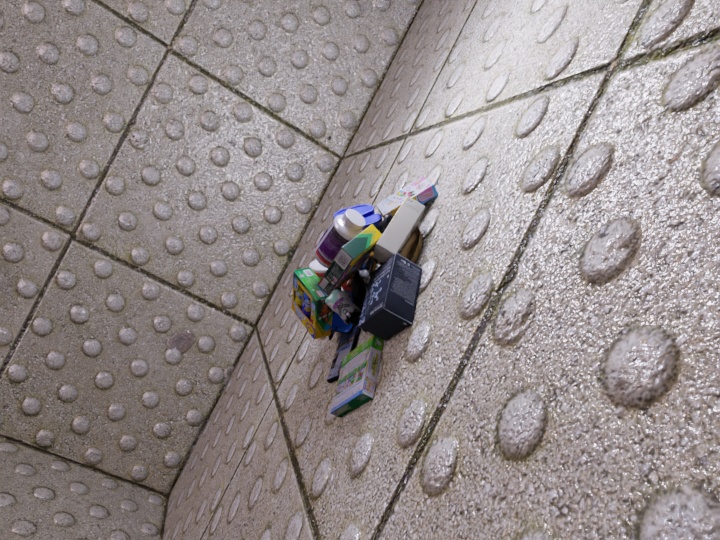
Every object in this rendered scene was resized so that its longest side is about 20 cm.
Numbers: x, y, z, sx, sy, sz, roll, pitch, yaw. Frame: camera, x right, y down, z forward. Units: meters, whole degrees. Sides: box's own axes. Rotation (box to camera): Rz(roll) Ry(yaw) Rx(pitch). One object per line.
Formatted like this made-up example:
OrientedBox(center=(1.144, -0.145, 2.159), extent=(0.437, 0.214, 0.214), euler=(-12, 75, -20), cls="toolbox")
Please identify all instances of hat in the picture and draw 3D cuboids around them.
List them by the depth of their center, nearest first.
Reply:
OrientedBox(center=(0.032, 0.097, 1.685), extent=(0.200, 0.079, 0.205), euler=(173, 90, -76), cls="hat")

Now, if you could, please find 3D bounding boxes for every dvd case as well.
OrientedBox(center=(-0.055, 0.285, 1.797), extent=(0.142, 0.017, 0.203), euler=(-37, 30, 54), cls="dvd case")

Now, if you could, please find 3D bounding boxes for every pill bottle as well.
OrientedBox(center=(-0.066, -0.105, 1.713), extent=(0.201, 0.111, 0.113), euler=(-51, 20, 33), cls="pill bottle")
OrientedBox(center=(-0.129, 0.068, 1.937), extent=(0.120, 0.117, 0.204), euler=(-109, 16, -68), cls="pill bottle")

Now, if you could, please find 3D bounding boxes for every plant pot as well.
OrientedBox(center=(0.147, -0.048, 1.698), extent=(0.201, 0.027, 0.201), euler=(-53, 19, 27), cls="plant pot")

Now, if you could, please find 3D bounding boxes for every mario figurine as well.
OrientedBox(center=(0.000, 0.000, 1.820), extent=(0.123, 0.106, 0.201), euler=(-27, -26, -53), cls="mario figurine")

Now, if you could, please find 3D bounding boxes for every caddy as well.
OrientedBox(center=(-0.010, -0.152, 1.843), extent=(0.142, 0.197, 0.107), euler=(-128, 30, -46), cls="caddy")

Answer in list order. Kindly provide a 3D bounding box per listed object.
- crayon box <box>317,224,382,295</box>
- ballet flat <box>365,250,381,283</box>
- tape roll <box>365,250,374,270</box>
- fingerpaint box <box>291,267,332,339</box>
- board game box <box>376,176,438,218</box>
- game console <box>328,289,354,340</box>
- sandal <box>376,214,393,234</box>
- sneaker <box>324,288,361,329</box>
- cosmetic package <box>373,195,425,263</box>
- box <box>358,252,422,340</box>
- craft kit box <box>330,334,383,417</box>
OrientedBox(center=(-0.033, -0.033, 1.629), extent=(0.172, 0.058, 0.201), euler=(-42, -8, -45), cls="crayon box")
OrientedBox(center=(0.070, -0.026, 1.809), extent=(0.064, 0.066, 0.204), euler=(112, 175, -77), cls="ballet flat")
OrientedBox(center=(0.050, -0.075, 1.955), extent=(0.201, 0.065, 0.202), euler=(-54, 18, 26), cls="tape roll")
OrientedBox(center=(-0.174, 0.115, 1.828), extent=(0.200, 0.072, 0.170), euler=(45, 137, 45), cls="fingerpaint box")
OrientedBox(center=(0.158, -0.245, 1.787), extent=(0.198, 0.041, 0.153), euler=(-31, 22, 4), cls="board game box")
OrientedBox(center=(-0.040, 0.161, 1.908), extent=(0.168, 0.119, 0.202), euler=(5, 58, 39), cls="game console")
OrientedBox(center=(0.082, -0.119, 1.725), extent=(0.076, 0.047, 0.201), euler=(-57, -21, -21), cls="sandal")
OrientedBox(center=(-0.037, 0.135, 1.676), extent=(0.078, 0.140, 0.200), euler=(-46, -11, 8), cls="sneaker")
OrientedBox(center=(0.122, -0.121, 1.624), extent=(0.201, 0.072, 0.104), euler=(-56, -9, -23), cls="cosmetic package")
OrientedBox(center=(0.089, 0.080, 1.536), extent=(0.148, 0.106, 0.203), euler=(-40, 28, 49), cls="box")
OrientedBox(center=(-0.011, 0.324, 1.571), extent=(0.200, 0.048, 0.200), euler=(-43, 28, 47), cls="craft kit box")
